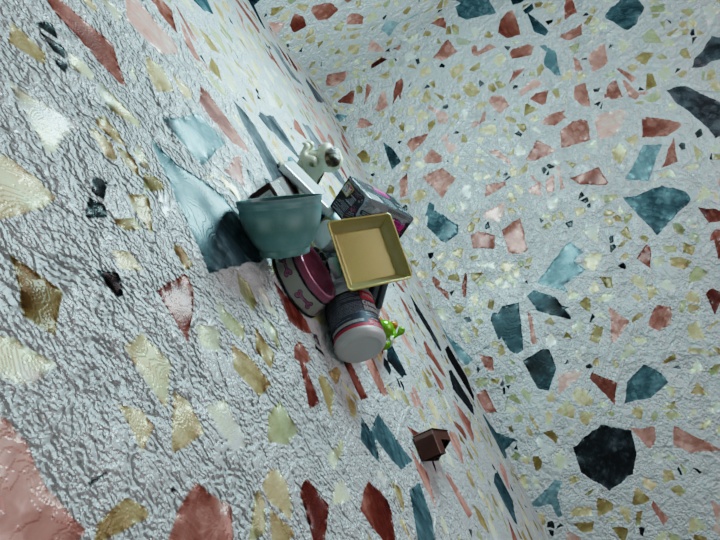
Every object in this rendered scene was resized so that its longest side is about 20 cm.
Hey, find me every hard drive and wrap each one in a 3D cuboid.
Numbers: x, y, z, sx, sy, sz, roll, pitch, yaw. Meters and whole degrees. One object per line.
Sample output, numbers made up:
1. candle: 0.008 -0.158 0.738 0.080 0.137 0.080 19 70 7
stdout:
1. hard drive: -0.150 -0.245 1.563 0.200 0.027 0.132 45 15 -5

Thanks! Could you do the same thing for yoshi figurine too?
1. yoshi figurine: 0.082 0.193 1.711 0.113 0.112 0.200 58 9 -7

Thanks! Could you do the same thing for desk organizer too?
1. desk organizer: 0.234 0.548 1.640 0.200 0.071 0.078 37 28 -61

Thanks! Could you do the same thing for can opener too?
1. can opener: 0.045 0.101 1.489 0.067 0.052 0.201 56 -33 42

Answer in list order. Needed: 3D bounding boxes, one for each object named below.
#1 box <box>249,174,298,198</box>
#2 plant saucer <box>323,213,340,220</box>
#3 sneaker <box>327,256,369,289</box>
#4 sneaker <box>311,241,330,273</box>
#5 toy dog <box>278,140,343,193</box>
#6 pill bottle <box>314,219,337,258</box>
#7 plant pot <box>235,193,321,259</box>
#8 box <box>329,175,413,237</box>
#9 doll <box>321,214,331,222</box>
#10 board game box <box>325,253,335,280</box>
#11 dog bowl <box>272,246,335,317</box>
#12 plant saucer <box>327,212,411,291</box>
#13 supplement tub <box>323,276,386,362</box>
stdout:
1. box: -0.228 -0.198 1.450 0.101 0.075 0.200 57 11 -12
2. plant saucer: -0.077 -0.152 1.713 0.200 0.027 0.200 45 -7 7
3. sneaker: 0.000 0.000 1.470 0.200 0.118 0.074 40 28 -43
4. sneaker: -0.144 -0.053 1.470 0.201 0.077 0.080 60 4 -2
5. toy dog: -0.155 -0.358 1.797 0.195 0.199 0.139 60 13 1
6. pill bottle: -0.036 -0.072 1.543 0.199 0.120 0.120 22 36 -40
7. plant pot: -0.182 -0.102 1.212 0.200 0.198 0.136 -57 144 -76
8. box: 0.034 -0.167 1.530 0.199 0.115 0.132 17 26 -44
9. doll: -0.156 -0.181 1.624 0.136 0.049 0.200 27 5 -25
10. board game box: -0.098 -0.027 1.570 0.126 0.034 0.201 -31 92 -54
11. dog bowl: -0.138 0.015 1.336 0.201 0.073 0.201 56 14 -21
12. plant saucer: 0.018 -0.047 1.411 0.048 0.198 0.202 -45 -120 59
13. supplement tub: -0.020 0.129 1.392 0.140 0.139 0.201 47 19 -47
